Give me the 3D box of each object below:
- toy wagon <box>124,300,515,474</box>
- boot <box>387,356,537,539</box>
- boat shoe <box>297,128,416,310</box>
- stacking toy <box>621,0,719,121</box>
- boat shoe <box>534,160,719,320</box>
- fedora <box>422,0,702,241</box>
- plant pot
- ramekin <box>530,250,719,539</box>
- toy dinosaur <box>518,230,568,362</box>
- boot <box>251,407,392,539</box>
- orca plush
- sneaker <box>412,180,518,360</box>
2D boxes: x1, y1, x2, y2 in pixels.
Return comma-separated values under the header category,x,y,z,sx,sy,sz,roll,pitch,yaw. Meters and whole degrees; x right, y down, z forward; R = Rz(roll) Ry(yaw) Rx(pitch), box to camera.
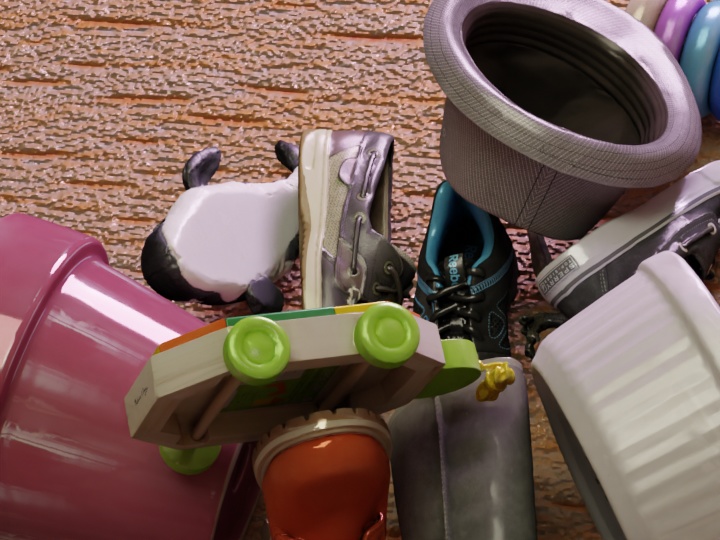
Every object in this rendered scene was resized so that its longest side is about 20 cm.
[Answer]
category,x,y,z,sx,sy,sz,roll,pitch,yaw
toy wagon,-0.018,0.056,1.317,0.198,0.155,0.040,-7,70,-21
boot,0.082,0.136,1.338,0.181,0.072,0.201,-24,42,34
boat shoe,0.000,0.000,1.533,0.065,0.072,0.202,-10,60,9
stacking toy,0.259,-0.118,1.584,0.199,0.086,0.086,17,57,17
boat shoe,0.174,-0.008,1.490,0.057,0.069,0.200,52,42,10
fedora,0.107,-0.086,1.509,0.176,0.091,0.201,17,32,-13
plant pot,-0.145,0.089,1.445,0.178,0.201,0.201,19,56,9
ramekin,0.164,0.100,1.342,0.094,0.203,0.203,-26,50,-2
toy dinosaur,0.143,0.041,1.496,0.088,0.048,0.200,-29,47,-33
boot,-0.012,0.151,1.348,0.074,0.201,0.108,-10,56,-7
orca plush,-0.087,-0.025,1.566,0.071,0.106,0.200,-25,20,32
sneaker,0.053,0.038,1.496,0.073,0.082,0.201,-5,51,10
